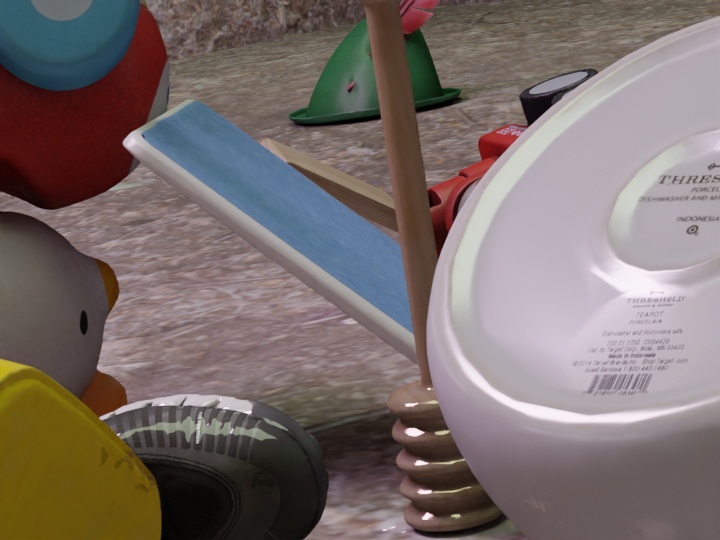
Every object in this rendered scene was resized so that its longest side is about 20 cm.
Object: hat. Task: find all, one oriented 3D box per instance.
[{"bbox_3d":[0.014,-0.248,2.083,0.199,0.177,0.166,-11,10,-17],"label":"hat"}]

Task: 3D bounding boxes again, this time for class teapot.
[{"bbox_3d":[0.127,0.029,0.602,0.197,0.146,0.200,-33,32,3],"label":"teapot"}]

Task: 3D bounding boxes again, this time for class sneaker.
[{"bbox_3d":[-0.108,0.088,0.679,0.199,0.067,0.090,-9,12,22],"label":"sneaker"}]

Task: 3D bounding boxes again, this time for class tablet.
[{"bbox_3d":[0.000,0.000,0.835,0.199,0.014,0.130,35,12,-1],"label":"tablet"}]

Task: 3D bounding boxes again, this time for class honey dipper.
[{"bbox_3d":[0.018,-0.012,0.722,0.038,0.201,0.038,-9,11,2],"label":"honey dipper"}]

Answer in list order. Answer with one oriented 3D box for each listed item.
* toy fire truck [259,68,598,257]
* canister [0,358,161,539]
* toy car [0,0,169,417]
[{"bbox_3d":[0.066,-0.040,1.116,0.199,0.129,0.176,-23,14,-12],"label":"toy fire truck"},{"bbox_3d":[-0.169,0.055,0.584,0.199,0.087,0.149,13,-19,19],"label":"canister"},{"bbox_3d":[-0.141,-0.008,0.857,0.176,0.201,0.184,-20,-5,-12],"label":"toy car"}]
